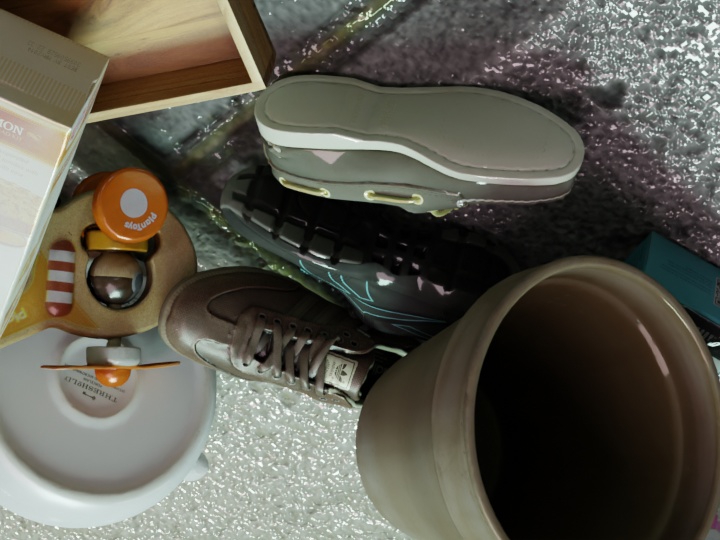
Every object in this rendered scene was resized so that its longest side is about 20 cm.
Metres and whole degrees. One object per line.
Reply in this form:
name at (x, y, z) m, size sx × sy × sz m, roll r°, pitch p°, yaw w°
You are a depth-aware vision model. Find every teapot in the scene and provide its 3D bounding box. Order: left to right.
teapot at (-0.203, 0.082, 1.386) m, size 0.146 × 0.197 × 0.201 m, roll -24°, pitch 93°, yaw 59°

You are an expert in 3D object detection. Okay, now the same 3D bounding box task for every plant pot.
plant pot at (0.091, 0.100, 1.251) m, size 0.200 × 0.201 × 0.173 m, roll 42°, pitch 153°, yaw -23°

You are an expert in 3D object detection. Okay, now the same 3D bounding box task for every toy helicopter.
toy helicopter at (-0.192, 0.027, 1.294) m, size 0.133 × 0.199 × 0.079 m, roll 66°, pitch 160°, yaw -9°

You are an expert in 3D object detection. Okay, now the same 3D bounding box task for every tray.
tray at (-0.157, -0.132, 1.154) m, size 0.199 × 0.037 × 0.099 m, roll -9°, pitch 129°, yaw 19°

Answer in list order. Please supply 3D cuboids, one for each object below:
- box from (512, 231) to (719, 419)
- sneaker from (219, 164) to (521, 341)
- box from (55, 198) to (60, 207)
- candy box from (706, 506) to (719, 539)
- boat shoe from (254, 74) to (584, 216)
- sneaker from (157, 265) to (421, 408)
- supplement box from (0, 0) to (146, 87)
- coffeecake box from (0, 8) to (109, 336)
box at (0.164, 0.066, 1.337) m, size 0.082 × 0.049 × 0.200 m, roll 29°, pitch 134°, yaw -11°
sneaker at (0.000, 0.000, 1.307) m, size 0.199 × 0.076 × 0.079 m, roll 23°, pitch 137°, yaw -5°
box at (-0.314, -0.080, 1.345) m, size 0.158 × 0.046 × 0.200 m, roll -16°, pitch 126°, yaw 29°
candy box at (0.211, 0.238, 1.472) m, size 0.167 × 0.072 × 0.200 m, roll 23°, pitch 135°, yaw -6°
boat shoe at (0.036, -0.069, 1.235) m, size 0.201 × 0.072 × 0.060 m, roll 10°, pitch 137°, yaw 16°
sneaker at (-0.029, 0.047, 1.323) m, size 0.199 × 0.075 × 0.071 m, roll 14°, pitch 96°, yaw -31°
supplement box at (-0.215, -0.178, 1.202) m, size 0.126 × 0.074 × 0.200 m, roll -20°, pitch 125°, yaw 31°
coffeecake box at (-0.246, -0.058, 1.160) m, size 0.153 × 0.073 × 0.200 m, roll 24°, pitch 130°, yaw -5°
